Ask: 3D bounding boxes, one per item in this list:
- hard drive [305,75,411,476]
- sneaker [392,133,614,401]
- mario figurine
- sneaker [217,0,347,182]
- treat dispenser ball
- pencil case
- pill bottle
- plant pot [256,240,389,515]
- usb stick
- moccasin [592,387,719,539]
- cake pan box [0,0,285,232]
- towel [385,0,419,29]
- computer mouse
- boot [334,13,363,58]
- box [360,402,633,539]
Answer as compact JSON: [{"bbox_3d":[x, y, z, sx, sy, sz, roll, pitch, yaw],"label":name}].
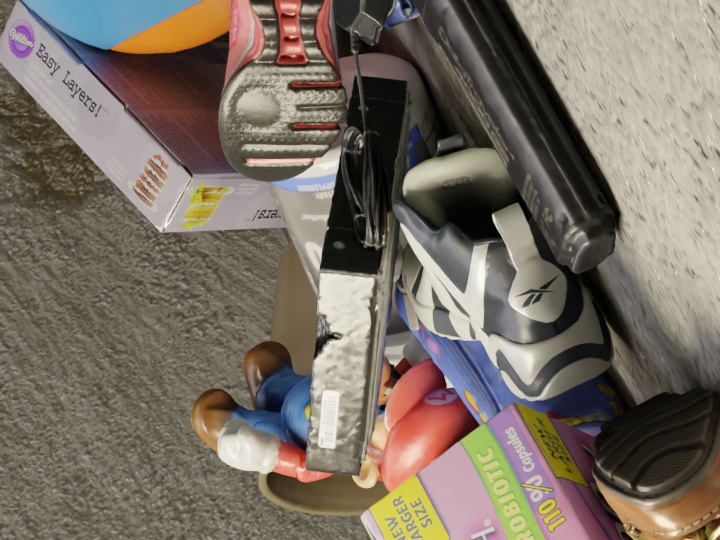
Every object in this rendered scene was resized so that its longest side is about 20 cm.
[{"bbox_3d":[0.000,0.000,1.476,0.200,0.038,0.140,-82,-2,-56],"label":"hard drive"},{"bbox_3d":[0.059,-0.023,1.396,0.199,0.079,0.130,-122,10,-65],"label":"sneaker"},{"bbox_3d":[-0.013,0.073,1.585,0.200,0.124,0.106,4,164,44],"label":"mario figurine"},{"bbox_3d":[-0.041,-0.146,1.520,0.087,0.074,0.200,-89,4,-56],"label":"sneaker"},{"bbox_3d":[-0.135,-0.235,1.635,0.201,0.201,0.201,63,176,9],"label":"treat dispenser ball"},{"bbox_3d":[0.085,0.054,1.488,0.200,0.087,0.078,59,140,43],"label":"pencil case"},{"bbox_3d":[0.016,-0.025,1.651,0.200,0.114,0.114,66,175,-33],"label":"pill bottle"},{"bbox_3d":[0.012,0.059,1.889,0.200,0.200,0.174,74,-174,-66],"label":"plant pot"},{"bbox_3d":[0.064,-0.092,1.237,0.200,0.033,0.055,63,169,17],"label":"usb stick"},{"bbox_3d":[0.140,0.099,1.160,0.078,0.074,0.201,61,176,2],"label":"moccasin"},{"bbox_3d":[-0.116,-0.104,1.712,0.200,0.052,0.184,45,-154,27],"label":"cake pan box"},{"bbox_3d":[-0.021,-0.229,1.491,0.200,0.024,0.145,64,177,-5],"label":"towel"},{"bbox_3d":[0.010,-0.111,1.372,0.059,0.034,0.200,175,93,-72],"label":"computer mouse"},{"bbox_3d":[-0.055,-0.194,1.806,0.200,0.073,0.156,54,172,40],"label":"boot"},{"bbox_3d":[0.120,0.175,1.260,0.200,0.097,0.176,24,-147,-57],"label":"box"}]
